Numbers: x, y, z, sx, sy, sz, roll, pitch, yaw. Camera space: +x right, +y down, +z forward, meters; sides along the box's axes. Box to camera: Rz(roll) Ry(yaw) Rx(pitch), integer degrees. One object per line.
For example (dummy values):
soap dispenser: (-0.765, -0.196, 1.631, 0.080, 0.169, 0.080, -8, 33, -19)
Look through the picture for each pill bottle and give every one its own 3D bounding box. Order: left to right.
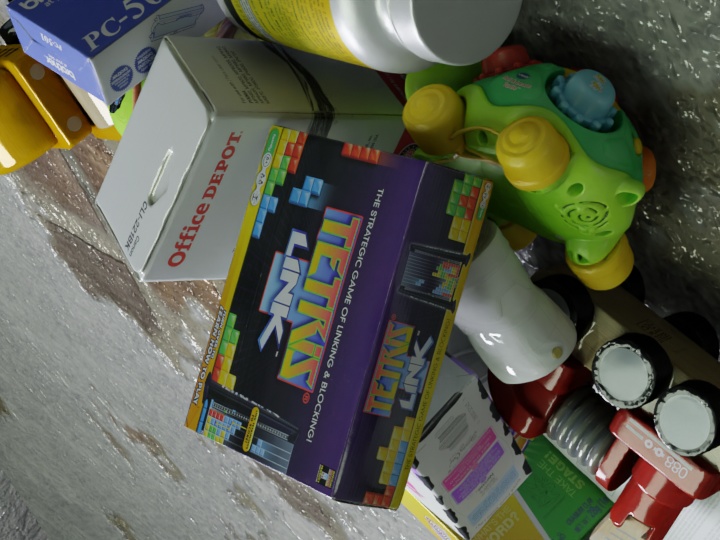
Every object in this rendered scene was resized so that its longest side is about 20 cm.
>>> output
pill bottle: (0.003, -0.181, 1.210, 0.200, 0.112, 0.113, 22, 148, 51)

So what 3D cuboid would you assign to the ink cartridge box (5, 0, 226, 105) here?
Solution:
ink cartridge box: (-0.125, -0.196, 1.312, 0.094, 0.200, 0.044, 33, 153, 36)

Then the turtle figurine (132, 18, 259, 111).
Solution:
turtle figurine: (-0.083, -0.166, 1.410, 0.161, 0.200, 0.064, 22, -164, 9)

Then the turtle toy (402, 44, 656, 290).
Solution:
turtle toy: (0.097, -0.081, 1.210, 0.200, 0.101, 0.146, 25, 163, 40)

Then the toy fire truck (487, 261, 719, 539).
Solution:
toy fire truck: (0.165, 0.111, 1.333, 0.176, 0.129, 0.200, 39, 119, 23)

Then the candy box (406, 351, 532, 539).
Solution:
candy box: (0.017, 0.081, 1.346, 0.168, 0.072, 0.200, 38, 172, 27)

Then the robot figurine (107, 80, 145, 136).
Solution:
robot figurine: (-0.116, -0.130, 1.540, 0.200, 0.116, 0.176, 27, 146, 43)

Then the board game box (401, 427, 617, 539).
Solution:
board game box: (0.099, 0.140, 1.544, 0.200, 0.153, 0.040, 43, 160, 12)

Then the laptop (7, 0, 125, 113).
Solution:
laptop: (-0.203, -0.230, 1.421, 0.103, 0.178, 0.200, 6, 166, -13)

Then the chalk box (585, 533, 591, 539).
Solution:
chalk box: (0.148, 0.268, 1.722, 0.200, 0.125, 0.124, 52, 159, -7)

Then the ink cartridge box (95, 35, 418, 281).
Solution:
ink cartridge box: (-0.057, -0.073, 1.326, 0.084, 0.200, 0.144, 54, 131, 35)

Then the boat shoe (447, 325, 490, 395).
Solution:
boat shoe: (0.088, 0.051, 1.444, 0.069, 0.072, 0.200, 48, 136, -4)

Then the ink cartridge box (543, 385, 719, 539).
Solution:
ink cartridge box: (0.230, 0.146, 1.444, 0.200, 0.050, 0.162, 44, 159, 14)

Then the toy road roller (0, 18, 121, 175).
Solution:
toy road roller: (-0.281, -0.156, 1.780, 0.123, 0.146, 0.200, 56, 158, -22)

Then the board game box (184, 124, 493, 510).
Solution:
board game box: (-0.017, 0.024, 1.189, 0.057, 0.200, 0.165, 15, -179, -36)

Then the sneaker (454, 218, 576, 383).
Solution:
sneaker: (0.062, 0.018, 1.262, 0.116, 0.074, 0.200, 50, 172, -21)
